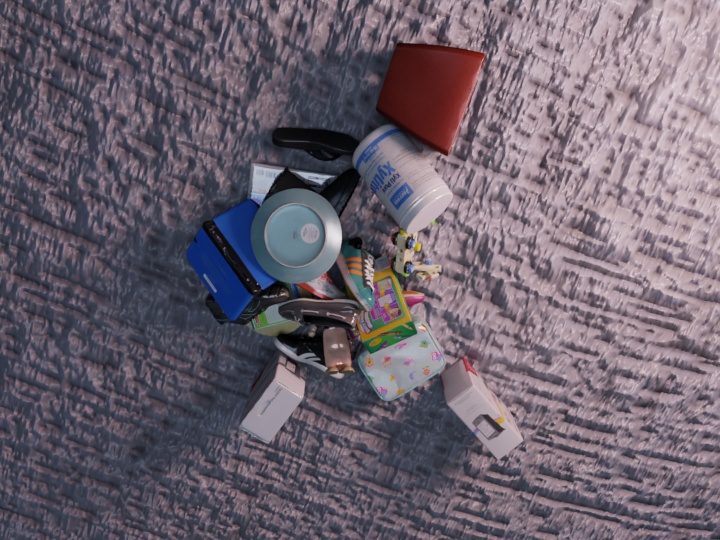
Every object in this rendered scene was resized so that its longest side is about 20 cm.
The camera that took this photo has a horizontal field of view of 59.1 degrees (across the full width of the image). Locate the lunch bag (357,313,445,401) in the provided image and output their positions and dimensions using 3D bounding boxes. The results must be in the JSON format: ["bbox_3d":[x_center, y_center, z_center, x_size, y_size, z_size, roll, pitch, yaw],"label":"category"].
[{"bbox_3d":[0.098,0.214,1.537,0.198,0.077,0.162,-31,106,8],"label":"lunch bag"}]

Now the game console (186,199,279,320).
[{"bbox_3d":[-0.266,-0.024,1.414,0.201,0.118,0.171,52,126,13],"label":"game console"}]

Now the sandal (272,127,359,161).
[{"bbox_3d":[-0.095,-0.275,1.397,0.197,0.076,0.048,9,132,3],"label":"sandal"}]

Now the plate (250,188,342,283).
[{"bbox_3d":[-0.137,-0.074,1.347,0.196,0.026,0.204,0,88,0],"label":"plate"}]

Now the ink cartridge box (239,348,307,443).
[{"bbox_3d":[-0.198,0.284,1.485,0.083,0.200,0.146,34,103,-11],"label":"ink cartridge box"}]

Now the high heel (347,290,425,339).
[{"bbox_3d":[0.060,0.105,1.503,0.196,0.067,0.098,-9,97,6],"label":"high heel"}]

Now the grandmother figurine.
[{"bbox_3d":[-0.064,0.137,1.475,0.119,0.061,0.203,3,69,-23],"label":"grandmother figurine"}]

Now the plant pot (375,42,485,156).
[{"bbox_3d":[0.139,-0.368,1.312,0.174,0.200,0.203,21,106,4],"label":"plant pot"}]

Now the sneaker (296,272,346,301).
[{"bbox_3d":[-0.101,-0.007,1.432,0.199,0.067,0.109,27,90,-2],"label":"sneaker"}]

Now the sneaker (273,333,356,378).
[{"bbox_3d":[-0.100,0.169,1.523,0.198,0.073,0.113,28,101,-22],"label":"sneaker"}]

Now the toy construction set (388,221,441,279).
[{"bbox_3d":[0.123,-0.063,1.442,0.091,0.131,0.203,2,116,30],"label":"toy construction set"}]

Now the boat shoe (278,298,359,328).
[{"bbox_3d":[-0.097,0.100,1.402,0.197,0.058,0.067,-4,150,20],"label":"boat shoe"}]

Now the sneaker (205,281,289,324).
[{"bbox_3d":[-0.253,0.076,1.459,0.196,0.076,0.080,-8,117,11],"label":"sneaker"}]

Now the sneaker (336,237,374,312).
[{"bbox_3d":[0.000,0.000,1.417,0.079,0.201,0.072,-29,141,3],"label":"sneaker"}]

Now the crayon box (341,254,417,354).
[{"bbox_3d":[0.040,0.073,1.432,0.117,0.202,0.058,-24,140,6],"label":"crayon box"}]

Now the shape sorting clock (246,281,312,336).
[{"bbox_3d":[-0.210,0.057,1.500,0.196,0.039,0.204,1,104,2],"label":"shape sorting clock"}]

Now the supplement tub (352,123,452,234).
[{"bbox_3d":[0.086,-0.193,1.331,0.132,0.132,0.201,-40,74,10],"label":"supplement tub"}]

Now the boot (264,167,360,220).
[{"bbox_3d":[-0.107,-0.170,1.396,0.161,0.073,0.200,30,88,2],"label":"boot"}]

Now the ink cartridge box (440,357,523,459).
[{"bbox_3d":[0.290,0.332,1.541,0.085,0.148,0.200,-40,105,12],"label":"ink cartridge box"}]

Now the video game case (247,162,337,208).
[{"bbox_3d":[-0.161,-0.141,1.452,0.196,0.024,0.185,8,107,-5],"label":"video game case"}]
